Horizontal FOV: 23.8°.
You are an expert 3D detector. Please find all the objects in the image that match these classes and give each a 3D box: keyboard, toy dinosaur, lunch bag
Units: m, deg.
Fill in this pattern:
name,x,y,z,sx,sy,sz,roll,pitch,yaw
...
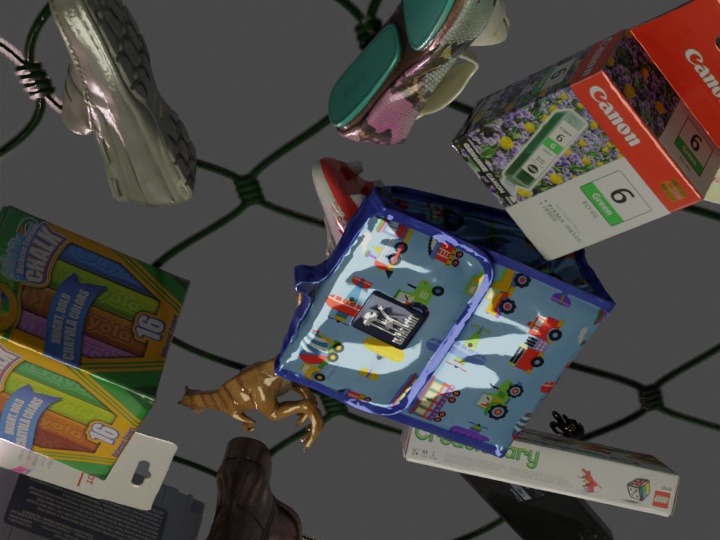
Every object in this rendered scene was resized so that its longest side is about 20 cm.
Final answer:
name,x,y,z,sx,sy,sz,roll,pitch,yaw
keyboard,0.152,0.168,1.411,0.127,0.021,0.200,-18,132,31
toy dinosaur,-0.071,0.088,1.344,0.106,0.060,0.200,35,133,-22
lunch bag,0.043,0.025,1.166,0.200,0.094,0.151,17,122,-26

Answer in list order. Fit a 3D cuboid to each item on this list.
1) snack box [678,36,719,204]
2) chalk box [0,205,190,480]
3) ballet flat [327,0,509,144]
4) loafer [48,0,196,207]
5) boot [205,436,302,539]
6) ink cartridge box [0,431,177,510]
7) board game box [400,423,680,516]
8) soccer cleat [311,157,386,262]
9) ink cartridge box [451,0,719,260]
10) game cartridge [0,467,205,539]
name,x,y,z,sx,sy,sz,roll,pitch,yaw
snack box,0.294,-0.081,1.088,0.200,0.037,0.116,13,138,-1
chalk box,-0.251,0.047,1.291,0.200,0.124,0.125,22,137,-12
ballet flat,0.048,-0.144,1.064,0.071,0.069,0.200,8,146,-24
loafer,-0.169,-0.114,1.135,0.070,0.070,0.200,-10,135,11
boot,-0.107,0.271,1.448,0.064,0.200,0.187,-1,137,15
ink cartridge box,-0.249,0.117,1.410,0.200,0.067,0.117,20,137,-8
board game box,0.131,0.141,1.292,0.200,0.035,0.126,12,-179,0
soccer cleat,0.000,0.000,1.222,0.085,0.069,0.200,-22,135,13
ink cartridge box,0.164,-0.086,1.063,0.200,0.050,0.109,-23,115,46
game cartridge,-0.243,0.226,1.481,0.200,0.133,0.042,22,145,-11
